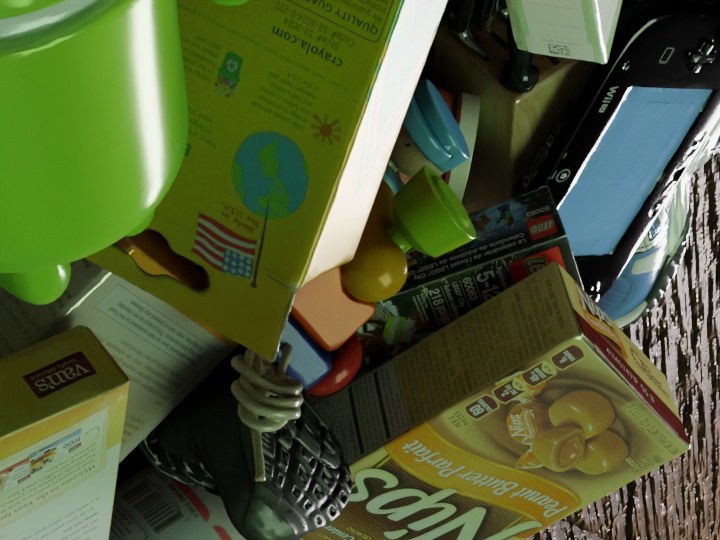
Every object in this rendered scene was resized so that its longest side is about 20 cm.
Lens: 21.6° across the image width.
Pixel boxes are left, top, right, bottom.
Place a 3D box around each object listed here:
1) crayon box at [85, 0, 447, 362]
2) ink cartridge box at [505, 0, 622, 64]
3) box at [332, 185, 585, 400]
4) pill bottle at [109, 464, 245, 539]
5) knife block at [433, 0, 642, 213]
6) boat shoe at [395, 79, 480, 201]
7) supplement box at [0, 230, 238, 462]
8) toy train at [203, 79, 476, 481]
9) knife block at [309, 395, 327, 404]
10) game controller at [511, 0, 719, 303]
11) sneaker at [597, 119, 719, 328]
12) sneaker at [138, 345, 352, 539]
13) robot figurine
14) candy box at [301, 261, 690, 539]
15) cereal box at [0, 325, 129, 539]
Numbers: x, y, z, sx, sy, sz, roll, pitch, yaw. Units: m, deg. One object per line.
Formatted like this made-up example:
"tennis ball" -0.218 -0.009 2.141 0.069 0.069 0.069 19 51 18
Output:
"crayon box" -0.044 -0.083 0.690 0.051 0.127 0.200 -29 144 -61
"ink cartridge box" 0.087 -0.190 0.751 0.200 0.048 0.146 62 42 -69
"box" 0.059 0.056 0.975 0.136 0.038 0.200 -19 136 5
"pill bottle" -0.150 0.192 0.991 0.200 0.109 0.109 -32 150 -21
"knife block" 0.072 -0.094 0.940 0.175 0.064 0.200 3 128 -54
"boat shoe" 0.013 -0.021 0.969 0.062 0.071 0.200 8 140 -4
"supplement box" -0.161 0.056 0.824 0.200 0.074 0.126 -45 153 1
"toy train" 0.000 0.000 0.813 0.116 0.200 0.085 -32 123 16
"knife block" 0.017 0.109 1.134 0.200 0.064 0.176 -44 153 0
"game controller" 0.127 -0.054 0.955 0.104 0.042 0.200 -12 138 -46
"sneaker" 0.154 -0.047 1.118 0.077 0.076 0.200 -15 132 -33
"sneaker" -0.062 0.076 0.885 0.091 0.200 0.076 -33 113 7
"robot figurine" -0.116 -0.080 0.597 0.175 0.116 0.200 -40 149 -29
"candy box" 0.048 0.090 0.939 0.200 0.055 0.115 -32 131 18
"cereal box" -0.171 0.123 0.778 0.144 0.040 0.200 -24 148 -32
